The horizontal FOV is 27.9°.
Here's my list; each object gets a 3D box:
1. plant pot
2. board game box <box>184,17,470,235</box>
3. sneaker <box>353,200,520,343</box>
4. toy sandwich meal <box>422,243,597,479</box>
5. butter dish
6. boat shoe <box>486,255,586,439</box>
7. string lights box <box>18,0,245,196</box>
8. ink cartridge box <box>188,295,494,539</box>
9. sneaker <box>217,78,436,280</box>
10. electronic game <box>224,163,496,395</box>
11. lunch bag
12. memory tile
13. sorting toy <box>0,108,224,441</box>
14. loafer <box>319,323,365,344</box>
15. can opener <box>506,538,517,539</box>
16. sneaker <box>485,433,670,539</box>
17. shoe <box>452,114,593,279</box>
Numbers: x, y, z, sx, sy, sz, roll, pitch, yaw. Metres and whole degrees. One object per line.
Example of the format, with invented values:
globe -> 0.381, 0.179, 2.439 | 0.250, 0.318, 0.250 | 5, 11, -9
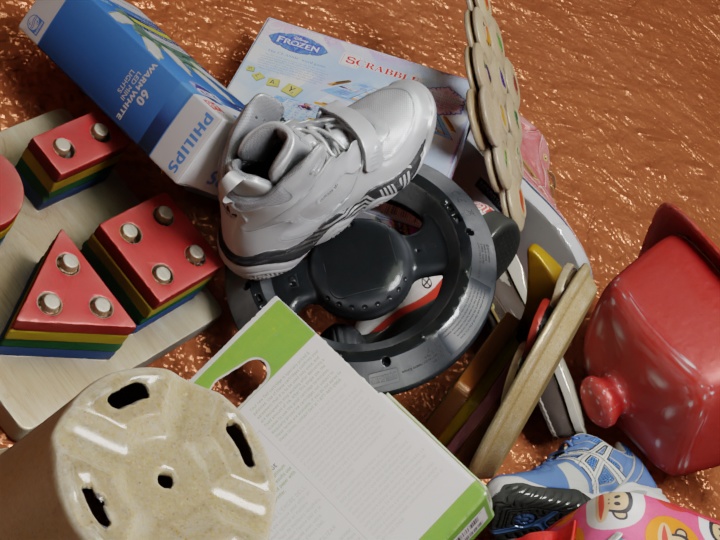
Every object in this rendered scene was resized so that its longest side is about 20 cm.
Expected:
plant pot -> -0.148, 0.155, 0.837 | 0.199, 0.184, 0.201 | 20, 49, -24
board game box -> -0.017, -0.111, 1.185 | 0.199, 0.041, 0.200 | 19, 46, 5
sneaker -> 0.028, 0.011, 1.171 | 0.108, 0.067, 0.201 | 29, 62, 36
toy sandwich meal -> 0.106, 0.072, 1.085 | 0.070, 0.206, 0.205 | 29, 43, 10
butter dish -> 0.246, 0.083, 1.191 | 0.147, 0.200, 0.200 | -22, 56, -22
boat shoe -> 0.128, 0.054, 1.211 | 0.072, 0.059, 0.201 | 51, 16, -71
string lights box -> -0.151, -0.133, 1.070 | 0.200, 0.059, 0.103 | 43, 12, 26
ink cartridge box -> -0.031, 0.139, 0.968 | 0.148, 0.076, 0.200 | -45, 70, -8
sneaker -> -0.023, -0.085, 1.015 | 0.200, 0.115, 0.075 | -40, 66, -17
electronic game -> 0.000, 0.000, 1.057 | 0.199, 0.042, 0.201 | -2, 61, 3
lunch bag -> 0.167, 0.231, 1.007 | 0.175, 0.200, 0.082 | 25, 45, -16
memory tile -> 0.114, -0.144, 1.221 | 0.154, 0.017, 0.201 | 63, 22, -44
sorting toy -> -0.211, -0.018, 1.001 | 0.200, 0.070, 0.198 | 52, 44, 6
loafer -> 0.003, 0.136, 1.049 | 0.070, 0.068, 0.202 | 6, 62, -31
can opener -> 0.186, 0.243, 1.119 | 0.199, 0.053, 0.067 | 6, 56, -32
sneaker -> 0.161, 0.174, 1.146 | 0.199, 0.076, 0.077 | 10, 46, -44
shoe -> 0.155, -0.066, 1.312 | 0.200, 0.072, 0.091 | 50, 47, 10
